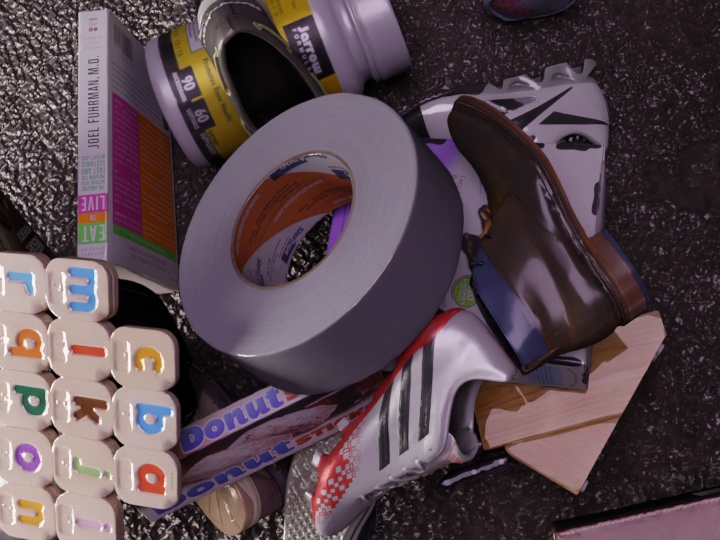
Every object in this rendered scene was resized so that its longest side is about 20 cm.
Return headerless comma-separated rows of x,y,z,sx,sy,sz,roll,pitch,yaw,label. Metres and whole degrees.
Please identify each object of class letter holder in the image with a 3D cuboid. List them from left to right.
0.249,0.232,0.799,0.198,0.101,0.144,-14,79,6,letter holder

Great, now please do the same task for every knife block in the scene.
0.115,0.087,0.867,0.175,0.064,0.201,30,85,13,knife block

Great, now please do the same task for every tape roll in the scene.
-0.029,-0.020,0.772,0.199,0.066,0.202,-20,51,27,tape roll

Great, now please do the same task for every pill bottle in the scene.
-0.066,-0.173,0.924,0.198,0.114,0.115,-23,76,4,pill bottle

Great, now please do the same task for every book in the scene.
-0.192,-0.091,0.918,0.047,0.134,0.202,-4,78,9,book

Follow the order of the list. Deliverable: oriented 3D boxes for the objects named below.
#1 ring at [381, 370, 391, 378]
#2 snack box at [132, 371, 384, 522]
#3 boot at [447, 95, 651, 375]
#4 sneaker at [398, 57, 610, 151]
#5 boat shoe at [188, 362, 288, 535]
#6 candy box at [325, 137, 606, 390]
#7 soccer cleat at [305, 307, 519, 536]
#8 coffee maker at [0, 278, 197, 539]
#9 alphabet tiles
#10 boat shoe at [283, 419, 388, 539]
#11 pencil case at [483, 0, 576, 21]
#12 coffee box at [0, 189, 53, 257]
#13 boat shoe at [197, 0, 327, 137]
0.000,0.000,0.915,0.198,0.019,0.203,-3,68,7,ring
-0.074,0.116,0.802,0.198,0.072,0.024,-26,58,-3,snack box
0.096,-0.027,0.760,0.097,0.075,0.201,-35,67,-6,boot
0.105,-0.102,0.902,0.198,0.074,0.089,-15,79,3,sneaker
-0.125,0.122,0.900,0.200,0.064,0.072,48,128,32,boat shoe
0.078,-0.008,0.838,0.198,0.072,0.170,5,69,15,candy box
0.032,0.117,0.764,0.085,0.068,0.201,40,110,24,soccer cleat
-0.240,0.095,0.855,0.192,0.135,0.200,47,115,6,coffee maker
-0.206,0.089,0.760,0.193,0.015,0.202,4,101,20,alphabet tiles
-0.019,0.191,0.859,0.074,0.062,0.202,12,91,23,boat shoe
0.133,-0.312,0.933,0.082,0.090,0.202,2,77,-33,pencil case
-0.316,-0.014,0.875,0.080,0.200,0.113,-38,103,0,coffee box
-0.057,-0.120,0.854,0.072,0.202,0.061,-29,39,7,boat shoe
